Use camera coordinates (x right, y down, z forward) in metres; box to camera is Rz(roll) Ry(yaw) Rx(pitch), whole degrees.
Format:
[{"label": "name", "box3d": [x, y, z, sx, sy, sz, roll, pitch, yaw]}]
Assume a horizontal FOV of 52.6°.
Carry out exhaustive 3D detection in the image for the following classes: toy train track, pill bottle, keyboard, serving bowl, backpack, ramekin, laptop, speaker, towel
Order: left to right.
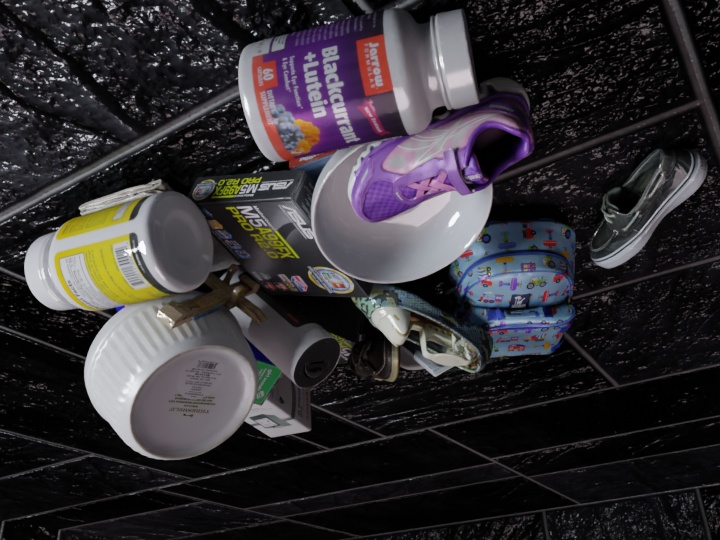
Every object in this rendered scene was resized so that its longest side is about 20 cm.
[{"label": "pill bottle", "box3d": [-0.281, -0.016, 0.840, 0.200, 0.114, 0.114, -11, 150, 26]}, {"label": "towel", "box3d": [-0.253, -0.042, 0.946, 0.132, 0.035, 0.200, -14, 149, 21]}, {"label": "ramekin", "box3d": [-0.219, 0.133, 0.883, 0.200, 0.105, 0.200, -17, 124, -28]}, {"label": "toy train track", "box3d": [-0.174, 0.028, 0.877, 0.033, 0.115, 0.200, -59, 169, 20]}, {"label": "speaker", "box3d": [-0.117, 0.075, 0.995, 0.081, 0.200, 0.081, -28, 136, -30]}, {"label": "laptop", "box3d": [0.000, 0.000, 1.018, 0.200, 0.116, 0.187, -21, 142, -26]}, {"label": "pill bottle", "box3d": [0.002, -0.170, 0.657, 0.200, 0.112, 0.111, -10, 150, 13]}, {"label": "serving bowl", "box3d": [0.040, -0.082, 0.799, 0.200, 0.066, 0.200, -8, 131, -9]}, {"label": "keyboard", "box3d": [0.099, 0.114, 1.083, 0.056, 0.011, 0.200, -22, -165, -11]}, {"label": "backpack", "box3d": [0.208, 0.019, 0.988, 0.182, 0.135, 0.200, -1, 150, -2]}]

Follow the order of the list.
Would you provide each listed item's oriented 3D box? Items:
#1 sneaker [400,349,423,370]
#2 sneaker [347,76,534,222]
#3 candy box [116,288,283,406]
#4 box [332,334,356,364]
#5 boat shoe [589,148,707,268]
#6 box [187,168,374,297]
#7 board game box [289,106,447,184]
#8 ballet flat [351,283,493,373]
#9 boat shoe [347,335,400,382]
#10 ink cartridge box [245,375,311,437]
[{"label": "sneaker", "box3d": [0.165, 0.118, 1.189, 0.200, 0.073, 0.112, -32, 144, 19]}, {"label": "sneaker", "box3d": [0.079, -0.102, 0.692, 0.200, 0.089, 0.080, -30, 131, 12]}, {"label": "candy box", "box3d": [-0.228, 0.095, 1.042, 0.200, 0.169, 0.077, 24, 106, -41]}, {"label": "box", "box3d": [-0.042, 0.094, 1.189, 0.193, 0.048, 0.200, -18, 147, 19]}, {"label": "boat shoe", "box3d": [0.332, -0.081, 0.897, 0.071, 0.072, 0.200, 15, 137, -12]}, {"label": "box", "box3d": [-0.092, -0.038, 0.883, 0.160, 0.044, 0.200, 2, 147, 31]}, {"label": "board game box", "box3d": [0.030, -0.126, 0.832, 0.200, 0.019, 0.103, -16, 146, 22]}, {"label": "ballet flat", "box3d": [0.076, 0.075, 0.932, 0.200, 0.074, 0.074, 21, 148, -1]}, {"label": "boat shoe", "box3d": [0.018, 0.139, 1.132, 0.065, 0.073, 0.200, 3, 163, -8]}, {"label": "ink cartridge box", "box3d": [-0.158, 0.185, 1.244, 0.084, 0.146, 0.200, -12, 150, 15]}]
